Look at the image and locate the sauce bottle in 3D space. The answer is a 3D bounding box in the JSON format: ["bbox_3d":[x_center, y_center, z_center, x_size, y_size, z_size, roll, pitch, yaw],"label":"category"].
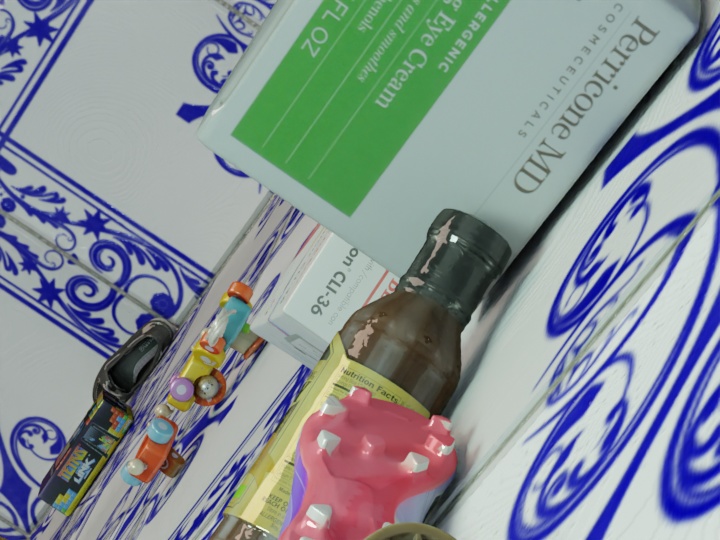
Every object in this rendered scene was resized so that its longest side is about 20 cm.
[{"bbox_3d":[0.005,0.063,0.927,0.200,0.065,0.065,-57,7,-16],"label":"sauce bottle"}]

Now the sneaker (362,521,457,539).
[{"bbox_3d":[-0.027,0.174,0.642,0.200,0.067,0.090,-57,-1,-13],"label":"sneaker"}]

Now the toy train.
[{"bbox_3d":[-0.143,0.108,1.825,0.200,0.056,0.150,-56,7,25],"label":"toy train"}]

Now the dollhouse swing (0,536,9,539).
[{"bbox_3d":[-0.463,0.456,2.502,0.200,0.176,0.182,-57,-35,-3],"label":"dollhouse swing"}]

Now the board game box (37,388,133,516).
[{"bbox_3d":[-0.393,0.258,2.866,0.165,0.057,0.200,-55,6,-4],"label":"board game box"}]

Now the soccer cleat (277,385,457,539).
[{"bbox_3d":[-0.004,0.108,0.793,0.200,0.067,0.077,-70,-1,-71],"label":"soccer cleat"}]

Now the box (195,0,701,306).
[{"bbox_3d":[0.050,-0.125,1.031,0.199,0.171,0.200,-53,8,24],"label":"box"}]

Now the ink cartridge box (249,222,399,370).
[{"bbox_3d":[0.000,0.000,1.236,0.117,0.067,0.200,-57,7,-10],"label":"ink cartridge box"}]

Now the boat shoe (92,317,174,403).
[{"bbox_3d":[-0.363,0.153,3.110,0.200,0.067,0.057,-49,4,25],"label":"boat shoe"}]
